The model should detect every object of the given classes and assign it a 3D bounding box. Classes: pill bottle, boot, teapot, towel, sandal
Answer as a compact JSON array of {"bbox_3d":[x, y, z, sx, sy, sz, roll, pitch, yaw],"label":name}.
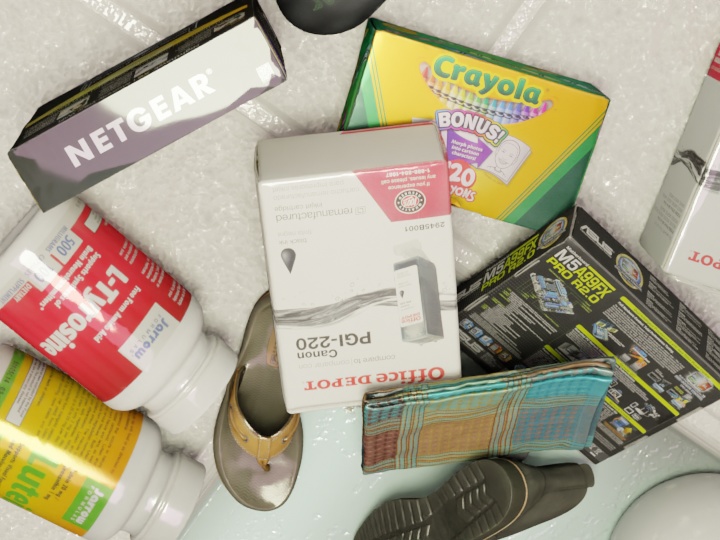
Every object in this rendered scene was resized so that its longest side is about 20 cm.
[{"bbox_3d":[-0.233,0.153,1.089,0.199,0.111,0.112,29,103,-14],"label":"pill bottle"},{"bbox_3d":[0.101,0.225,1.170,0.138,0.078,0.199,4,153,-46],"label":"boot"},{"bbox_3d":[0.313,0.290,1.170,0.196,0.146,0.201,-27,109,4],"label":"teapot"},{"bbox_3d":[0.099,0.121,1.064,0.198,0.022,0.147,-8,149,-5],"label":"towel"},{"bbox_3d":[-0.199,0.037,1.055,0.200,0.112,0.112,41,100,-16],"label":"pill bottle"},{"bbox_3d":[-0.076,0.115,1.122,0.081,0.055,0.202,13,106,-9],"label":"sandal"}]

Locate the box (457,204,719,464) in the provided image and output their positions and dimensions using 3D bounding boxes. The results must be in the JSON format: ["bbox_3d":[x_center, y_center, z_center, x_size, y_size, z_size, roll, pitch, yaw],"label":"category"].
[{"bbox_3d":[0.187,0.059,1.099,0.200,0.044,0.160,40,130,-16],"label":"box"}]

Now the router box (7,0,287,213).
[{"bbox_3d":[-0.153,-0.130,0.982,0.199,0.157,0.053,-28,108,5],"label":"router box"}]

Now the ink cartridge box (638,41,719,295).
[{"bbox_3d":[0.334,-0.079,1.084,0.144,0.083,0.202,17,106,-11],"label":"ink cartridge box"}]

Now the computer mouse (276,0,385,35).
[{"bbox_3d":[0.010,-0.264,1.009,0.138,0.053,0.200,38,101,-16],"label":"computer mouse"}]

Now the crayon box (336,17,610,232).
[{"bbox_3d":[0.085,-0.114,1.061,0.198,0.058,0.120,14,107,-10],"label":"crayon box"}]

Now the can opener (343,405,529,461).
[{"bbox_3d":[0.057,0.110,1.135,0.198,0.053,0.067,23,105,-13],"label":"can opener"}]

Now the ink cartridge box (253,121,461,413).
[{"bbox_3d":[0.000,0.000,1.025,0.144,0.085,0.202,-7,118,-2],"label":"ink cartridge box"}]
